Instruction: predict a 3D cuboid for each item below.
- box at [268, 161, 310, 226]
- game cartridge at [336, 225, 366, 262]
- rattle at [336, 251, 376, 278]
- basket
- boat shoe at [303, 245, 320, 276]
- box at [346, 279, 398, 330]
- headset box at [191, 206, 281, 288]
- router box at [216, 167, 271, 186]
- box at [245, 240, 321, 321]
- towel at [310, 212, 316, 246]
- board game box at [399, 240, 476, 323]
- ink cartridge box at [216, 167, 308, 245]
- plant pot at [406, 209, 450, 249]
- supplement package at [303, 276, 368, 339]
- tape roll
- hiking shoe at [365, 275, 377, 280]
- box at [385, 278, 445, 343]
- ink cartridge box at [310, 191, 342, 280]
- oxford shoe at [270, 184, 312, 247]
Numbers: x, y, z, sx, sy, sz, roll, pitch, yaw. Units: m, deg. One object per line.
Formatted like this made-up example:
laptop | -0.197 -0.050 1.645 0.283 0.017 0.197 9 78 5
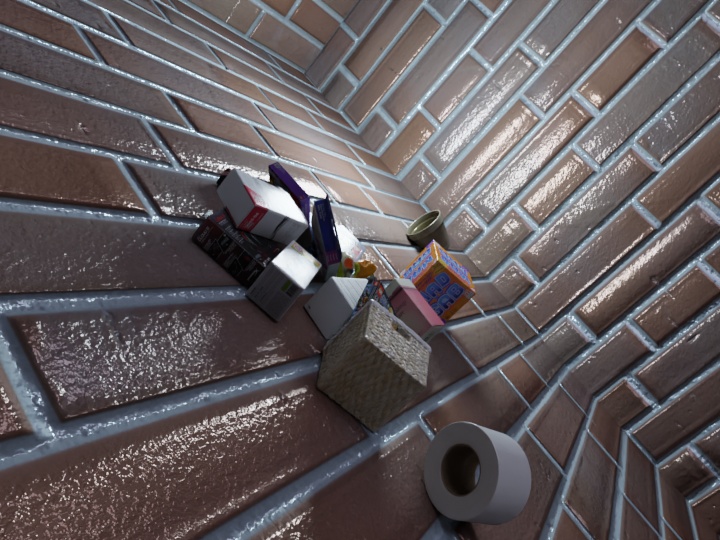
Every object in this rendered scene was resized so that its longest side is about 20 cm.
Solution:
box | -0.222 -0.226 1.725 0.039 0.138 0.200 -25 53 -25
game cartridge | -0.055 -0.077 1.790 0.133 0.041 0.200 40 25 -3
rattle | 0.000 0.000 1.603 0.141 0.200 0.132 10 70 -12
basket | 0.028 0.219 1.263 0.198 0.200 0.161 39 26 -10
boat shoe | -0.151 -0.054 1.602 0.068 0.085 0.201 3 42 -27
box | 0.038 0.138 1.428 0.037 0.138 0.201 12 -32 29
headset box | -0.306 -0.070 1.353 0.200 0.075 0.149 42 19 -5
router box | -0.314 -0.214 1.647 0.151 0.062 0.199 54 22 22
box | -0.183 0.020 1.359 0.101 0.113 0.200 40 19 -5
towel | -0.122 -0.099 1.817 0.200 0.049 0.112 43 23 -7
board game box | 0.287 0.050 2.097 0.199 0.200 0.200 39 21 -15
ink cartridge box | -0.248 -0.158 1.413 0.199 0.083 0.146 20 30 -53
plant pot | 0.352 -0.171 2.731 0.174 0.198 0.201 54 15 -20
supplement package | -0.034 0.100 1.485 0.118 0.117 0.199 54 22 20
tape roll | 0.259 0.453 1.232 0.138 0.203 0.204 26 26 -38
hiking shoe | 0.023 0.086 1.718 0.101 0.075 0.200 50 28 -8
box | 0.149 0.141 1.750 0.201 0.128 0.108 52 22 24
ink cartridge box | -0.101 -0.094 1.595 0.200 0.043 0.199 111 -34 -70
oxford shoe | -0.192 -0.156 1.567 0.202 0.071 0.071 59 13 4
